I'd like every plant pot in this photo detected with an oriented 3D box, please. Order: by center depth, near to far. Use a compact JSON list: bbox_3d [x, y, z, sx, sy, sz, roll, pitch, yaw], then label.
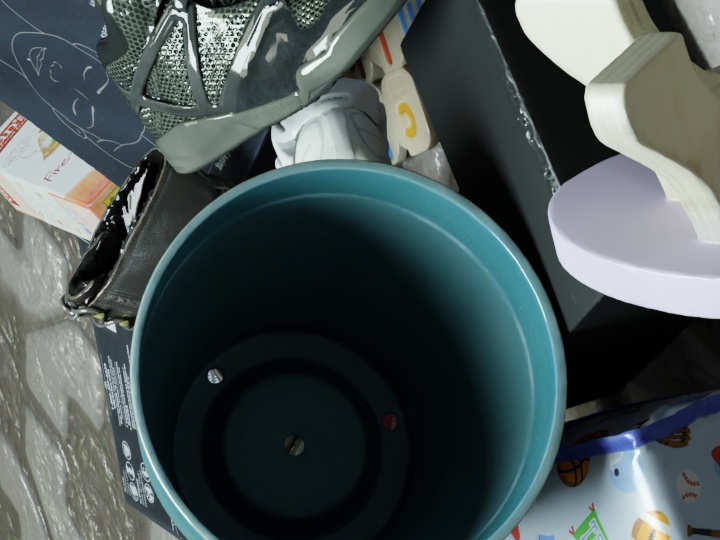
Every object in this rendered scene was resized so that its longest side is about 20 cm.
[{"bbox_3d":[-0.018,0.070,1.135,0.188,0.199,0.201,122,126,-72],"label":"plant pot"}]

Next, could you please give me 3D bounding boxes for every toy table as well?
[{"bbox_3d":[0.158,-0.063,0.950,0.199,0.184,0.118,-2,119,28],"label":"toy table"}]

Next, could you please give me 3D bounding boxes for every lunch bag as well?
[{"bbox_3d":[0.137,0.153,1.161,0.200,0.123,0.171,-22,85,54],"label":"lunch bag"}]

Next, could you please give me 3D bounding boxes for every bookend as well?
[{"bbox_3d":[0.088,-0.049,1.159,0.200,0.092,0.200,67,157,17],"label":"bookend"}]

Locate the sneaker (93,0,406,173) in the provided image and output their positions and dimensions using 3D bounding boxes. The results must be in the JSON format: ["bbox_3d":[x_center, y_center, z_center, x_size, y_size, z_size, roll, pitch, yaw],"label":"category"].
[{"bbox_3d":[-0.059,-0.130,1.140,0.114,0.076,0.199,48,137,-16],"label":"sneaker"}]

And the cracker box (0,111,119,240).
[{"bbox_3d":[-0.161,-0.089,1.543,0.058,0.134,0.200,48,164,-29],"label":"cracker box"}]

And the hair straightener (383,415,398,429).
[{"bbox_3d":[-0.010,0.031,1.357,0.077,0.041,0.201,-17,71,45],"label":"hair straightener"}]

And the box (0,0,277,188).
[{"bbox_3d":[-0.107,-0.149,1.315,0.196,0.124,0.200,37,147,4],"label":"box"}]

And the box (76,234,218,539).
[{"bbox_3d":[-0.098,0.065,1.553,0.132,0.114,0.201,22,125,57],"label":"box"}]

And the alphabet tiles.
[{"bbox_3d":[-0.009,-0.155,1.358,0.200,0.015,0.197,-19,90,63],"label":"alphabet tiles"}]

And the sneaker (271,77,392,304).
[{"bbox_3d":[0.000,0.000,1.241,0.081,0.075,0.201,-114,8,-55],"label":"sneaker"}]

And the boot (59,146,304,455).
[{"bbox_3d":[-0.093,0.030,1.294,0.069,0.174,0.201,34,104,48],"label":"boot"}]
